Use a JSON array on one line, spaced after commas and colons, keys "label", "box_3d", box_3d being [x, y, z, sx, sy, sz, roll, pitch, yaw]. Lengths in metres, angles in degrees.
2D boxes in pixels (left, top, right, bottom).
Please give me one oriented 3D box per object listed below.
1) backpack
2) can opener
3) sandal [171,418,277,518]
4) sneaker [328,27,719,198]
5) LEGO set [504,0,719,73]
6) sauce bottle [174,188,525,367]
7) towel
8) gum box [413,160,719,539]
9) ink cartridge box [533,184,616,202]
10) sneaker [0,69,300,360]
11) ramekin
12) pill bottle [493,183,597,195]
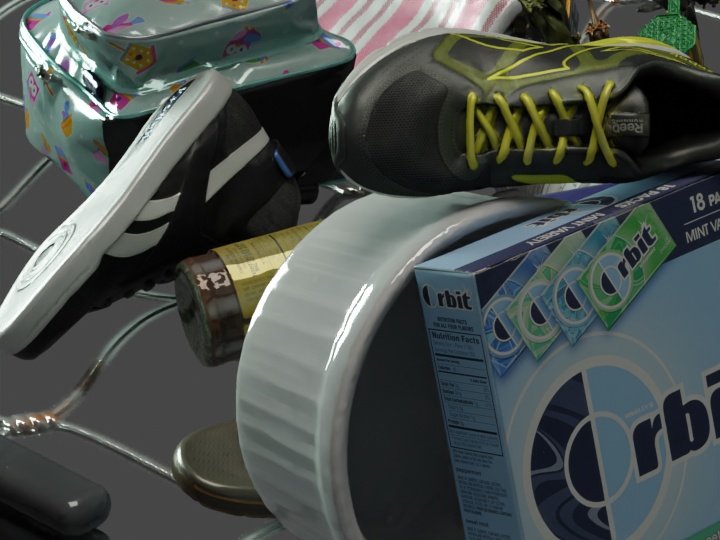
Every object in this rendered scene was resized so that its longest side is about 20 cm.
[{"label": "backpack", "box_3d": [-0.113, -0.121, 1.754, 0.175, 0.154, 0.200, -20, 25, -24]}, {"label": "can opener", "box_3d": [-0.186, 0.090, 1.432, 0.200, 0.054, 0.067, 22, 35, 35]}, {"label": "sandal", "box_3d": [0.000, 0.074, 1.457, 0.199, 0.055, 0.082, -9, 27, -17]}, {"label": "sneaker", "box_3d": [0.082, -0.072, 1.289, 0.199, 0.075, 0.085, -10, 11, -26]}, {"label": "LEGO set", "box_3d": [0.144, -0.143, 1.872, 0.199, 0.116, 0.154, -10, 54, 10]}, {"label": "sauce bottle", "box_3d": [0.000, 0.000, 1.585, 0.199, 0.065, 0.065, -14, 29, -18]}, {"label": "towel", "box_3d": [-0.006, -0.147, 1.848, 0.146, 0.030, 0.200, -50, 43, -8]}, {"label": "gum box", "box_3d": [0.115, 0.070, 1.301, 0.170, 0.201, 0.044, -22, 18, -36]}, {"label": "ink cartridge box", "box_3d": [0.151, 0.034, 1.439, 0.099, 0.039, 0.200, -12, 64, -20]}, {"label": "sneaker", "box_3d": [-0.103, -0.004, 1.604, 0.200, 0.112, 0.073, -52, 19, -20]}, {"label": "ramekin", "box_3d": [0.039, 0.056, 1.343, 0.200, 0.201, 0.098, -19, 24, -34]}, {"label": "pill bottle", "box_3d": [0.152, -0.035, 1.610, 0.113, 0.114, 0.200, -8, 28, -15]}]
